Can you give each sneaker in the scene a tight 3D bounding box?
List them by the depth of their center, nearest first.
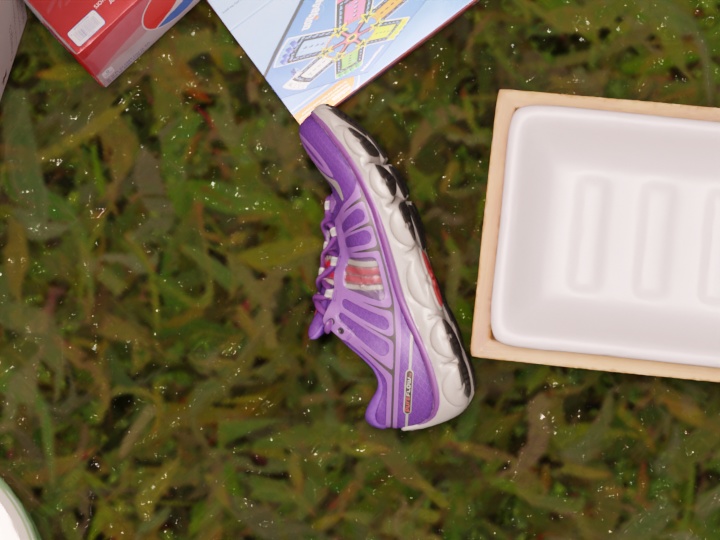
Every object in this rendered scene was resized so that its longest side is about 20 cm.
[{"bbox_3d":[0.000,0.000,1.435,0.083,0.081,0.200,-19,89,7],"label":"sneaker"}]

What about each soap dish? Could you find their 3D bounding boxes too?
[{"bbox_3d":[0.171,-0.018,1.426,0.200,0.081,0.157,6,88,3],"label":"soap dish"}]

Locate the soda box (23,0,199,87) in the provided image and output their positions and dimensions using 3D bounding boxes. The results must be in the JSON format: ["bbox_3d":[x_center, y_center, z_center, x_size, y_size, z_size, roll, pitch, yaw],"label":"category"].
[{"bbox_3d":[-0.105,-0.203,1.440,0.200,0.070,0.063,-43,74,-2],"label":"soda box"}]

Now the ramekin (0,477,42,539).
[{"bbox_3d":[-0.272,0.186,1.399,0.200,0.098,0.200,3,76,-11],"label":"ramekin"}]

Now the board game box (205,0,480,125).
[{"bbox_3d":[0.016,-0.183,1.469,0.200,0.019,0.103,-37,86,0],"label":"board game box"}]

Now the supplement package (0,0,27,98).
[{"bbox_3d":[-0.271,-0.111,1.388,0.117,0.117,0.200,11,59,2],"label":"supplement package"}]
